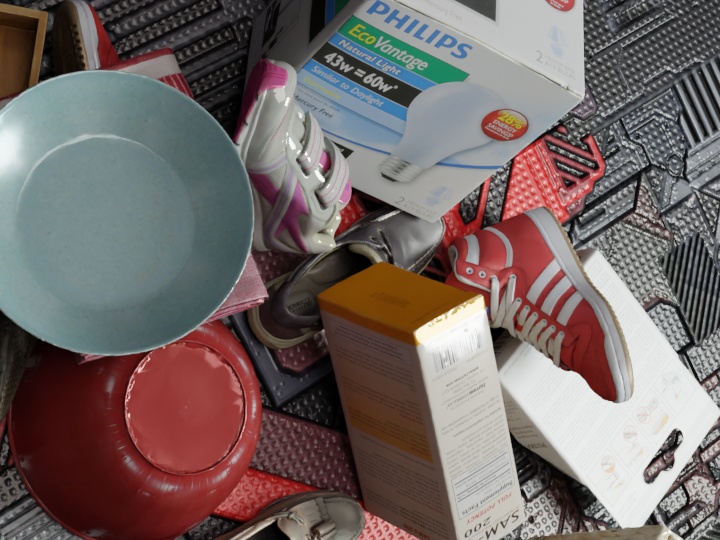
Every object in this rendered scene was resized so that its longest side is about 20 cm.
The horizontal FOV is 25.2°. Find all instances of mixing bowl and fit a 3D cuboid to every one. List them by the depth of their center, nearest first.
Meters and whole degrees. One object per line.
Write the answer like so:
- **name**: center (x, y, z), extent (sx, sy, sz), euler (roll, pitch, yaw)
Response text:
- **mixing bowl**: center (-0.147, 0.103, 1.181), extent (0.198, 0.108, 0.203), euler (4, 82, -30)

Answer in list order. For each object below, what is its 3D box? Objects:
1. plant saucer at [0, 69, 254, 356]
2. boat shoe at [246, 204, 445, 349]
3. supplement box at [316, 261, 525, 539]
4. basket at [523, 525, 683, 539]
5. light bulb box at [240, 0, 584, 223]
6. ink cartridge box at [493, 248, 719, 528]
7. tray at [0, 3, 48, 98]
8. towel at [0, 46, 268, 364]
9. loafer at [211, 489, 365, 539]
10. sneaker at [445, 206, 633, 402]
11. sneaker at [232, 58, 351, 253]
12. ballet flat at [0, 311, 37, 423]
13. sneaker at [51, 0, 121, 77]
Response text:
- **plant saucer**: center (-0.173, -0.036, 1.101), extent (0.199, 0.039, 0.203), euler (4, 73, -12)
- **boat shoe**: center (0.000, 0.000, 1.301), extent (0.199, 0.065, 0.072), euler (-28, 95, -30)
- **supplement box**: center (0.048, 0.107, 1.246), extent (0.073, 0.126, 0.202), euler (-27, 117, -30)
- **basket**: center (0.202, 0.294, 1.302), extent (0.135, 0.199, 0.124), euler (43, 61, -17)
- **light bulb box**: center (0.040, -0.166, 1.254), extent (0.197, 0.200, 0.126), euler (22, 52, -25)
- **ink cartridge box**: center (0.208, 0.109, 1.416), extent (0.163, 0.057, 0.201), euler (-48, 111, -26)
- **tray**: center (-0.287, -0.094, 1.153), extent (0.098, 0.037, 0.202), euler (9, 75, -11)
- **towel**: center (-0.164, -0.049, 1.138), extent (0.143, 0.023, 0.202), euler (-19, 81, -16)
- **loafer**: center (-0.074, 0.221, 1.230), extent (0.198, 0.063, 0.073), euler (-17, 91, -30)
- **sneaker**: center (0.139, 0.039, 1.320), extent (0.111, 0.072, 0.201), euler (-15, 50, -13)
- **sneaker**: center (-0.049, -0.082, 1.206), extent (0.087, 0.201, 0.082), euler (9, 59, 5)
- **ballet flat**: center (-0.252, 0.032, 1.171), extent (0.067, 0.046, 0.202), euler (15, 68, 5)
- **sneaker**: center (-0.161, -0.114, 1.223), extent (0.112, 0.071, 0.202), euler (-18, 99, -26)
